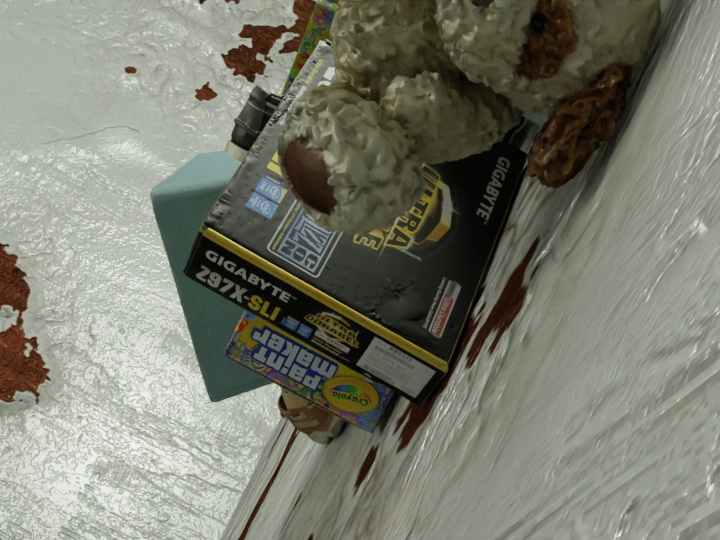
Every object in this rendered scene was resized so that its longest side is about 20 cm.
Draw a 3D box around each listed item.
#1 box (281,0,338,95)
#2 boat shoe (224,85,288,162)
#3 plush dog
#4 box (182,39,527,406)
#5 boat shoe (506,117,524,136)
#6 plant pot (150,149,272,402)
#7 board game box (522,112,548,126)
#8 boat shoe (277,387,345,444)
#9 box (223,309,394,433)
[{"bbox_3d":[0.037,-0.183,1.193,0.122,0.192,0.200,-63,1,-35],"label":"box"},{"bbox_3d":[-0.035,-0.127,1.059,0.199,0.071,0.068,-12,-59,-57],"label":"boat shoe"},{"bbox_3d":[0.062,-0.118,0.594,0.160,0.171,0.202,1,-93,-53],"label":"plush dog"},{"bbox_3d":[0.004,-0.037,0.755,0.049,0.159,0.201,-60,2,47],"label":"box"},{"bbox_3d":[0.077,-0.119,0.994,0.074,0.067,0.200,-34,1,-9],"label":"boat shoe"},{"bbox_3d":[-0.051,-0.020,1.134,0.196,0.198,0.198,-66,-37,-74],"label":"plant pot"},{"bbox_3d":[0.142,-0.194,0.715,0.201,0.064,0.148,-63,2,23],"label":"board game box"},{"bbox_3d":[-0.043,0.116,1.183,0.076,0.071,0.200,-63,2,-25],"label":"boat shoe"},{"bbox_3d":[0.000,0.000,0.940,0.194,0.121,0.200,-63,1,0],"label":"box"}]
